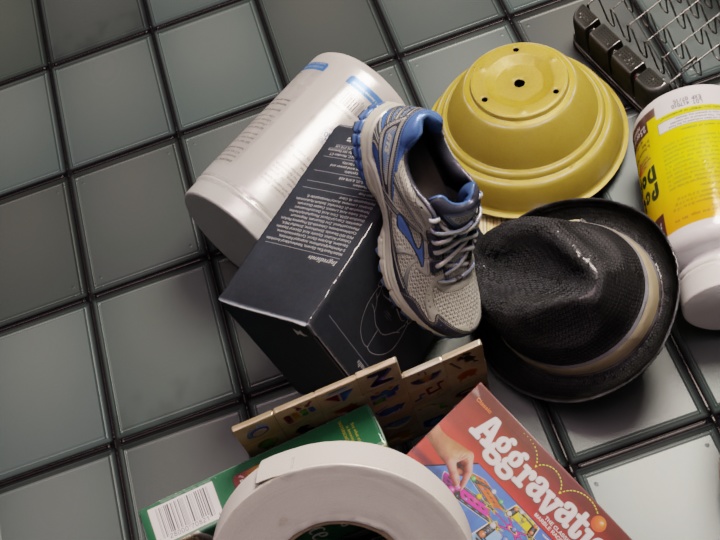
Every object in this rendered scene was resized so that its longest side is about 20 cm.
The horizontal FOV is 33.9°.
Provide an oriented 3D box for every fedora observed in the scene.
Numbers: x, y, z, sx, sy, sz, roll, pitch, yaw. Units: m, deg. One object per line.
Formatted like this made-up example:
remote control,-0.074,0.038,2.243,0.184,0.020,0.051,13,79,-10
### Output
fedora,0.157,0.013,0.979,0.200,0.092,0.201,-17,63,36

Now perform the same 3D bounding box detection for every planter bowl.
planter bowl,0.153,-0.153,1.118,0.200,0.084,0.201,-5,57,8

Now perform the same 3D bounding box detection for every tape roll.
tape roll,-0.014,0.222,0.875,0.202,0.203,0.037,-12,19,6

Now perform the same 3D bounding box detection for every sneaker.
sneaker,0.057,-0.036,0.922,0.077,0.200,0.085,-31,18,-32

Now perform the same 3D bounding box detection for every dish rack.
dish rack,0.319,-0.257,1.153,0.200,0.055,0.154,-38,58,4

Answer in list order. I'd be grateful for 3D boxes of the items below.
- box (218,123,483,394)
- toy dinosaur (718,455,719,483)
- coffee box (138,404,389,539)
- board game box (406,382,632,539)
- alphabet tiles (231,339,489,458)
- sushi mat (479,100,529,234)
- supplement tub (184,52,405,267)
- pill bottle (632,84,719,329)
box,0.000,0.000,1.021,0.107,0.149,0.200,13,60,39
toy dinosaur,0.301,0.208,0.896,0.106,0.060,0.200,-17,58,-27
coffee box,-0.063,0.189,0.943,0.200,0.123,0.044,-24,54,-5
board game box,0.126,0.194,0.910,0.103,0.019,0.200,-42,83,-15
alphabet tiles,0.009,0.115,0.945,0.200,0.167,0.008,-23,62,-2
sushi mat,0.140,-0.085,1.135,0.095,0.012,0.200,-2,57,11
supplement tub,-0.055,-0.097,1.118,0.132,0.132,0.200,33,70,29
pill bottle,0.301,-0.054,1.019,0.109,0.109,0.200,-7,56,9
